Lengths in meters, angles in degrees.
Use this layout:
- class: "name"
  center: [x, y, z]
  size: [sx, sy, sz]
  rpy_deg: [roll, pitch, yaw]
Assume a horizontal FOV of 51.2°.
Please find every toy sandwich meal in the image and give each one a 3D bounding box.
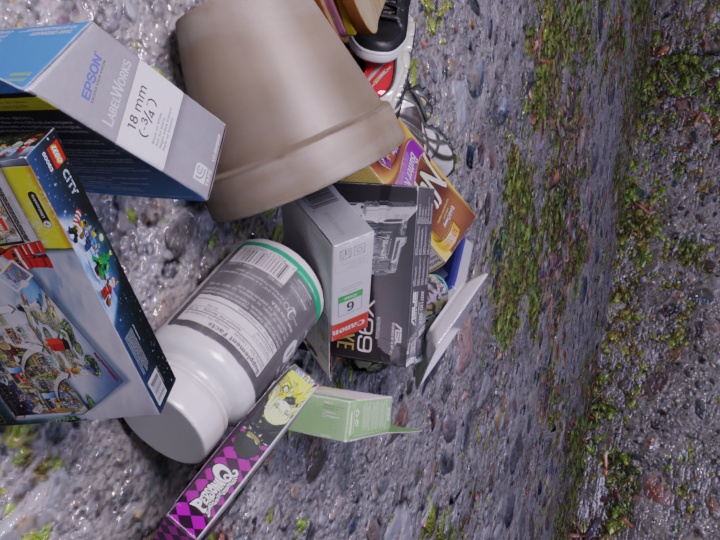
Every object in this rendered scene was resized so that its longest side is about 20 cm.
- class: "toy sandwich meal"
  center: [-0.001, -0.336, 0.748]
  size: [0.205, 0.070, 0.207]
  rpy_deg: [-39, 135, -52]

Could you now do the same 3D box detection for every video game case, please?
- class: "video game case"
  center: [-0.127, 0.198, 0.683]
  size: [0.181, 0.036, 0.200]
  rpy_deg: [-48, 174, -45]

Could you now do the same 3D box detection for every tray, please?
- class: "tray"
  center: [0.100, 0.074, 0.908]
  size: [0.108, 0.022, 0.200]
  rpy_deg: [-53, 168, -19]

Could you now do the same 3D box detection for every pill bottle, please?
- class: "pill bottle"
  center: [-0.126, 0.070, 0.698]
  size: [0.200, 0.112, 0.114]
  rpy_deg: [-54, 139, -42]

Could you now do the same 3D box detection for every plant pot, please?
- class: "plant pot"
  center: [-0.080, -0.164, 0.688]
  size: [0.200, 0.199, 0.175]
  rpy_deg: [-41, 113, -51]

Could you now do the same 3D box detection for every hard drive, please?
- class: "hard drive"
  center: [0.112, 0.039, 1.087]
  size: [0.132, 0.025, 0.200]
  rpy_deg: [-56, -178, 24]

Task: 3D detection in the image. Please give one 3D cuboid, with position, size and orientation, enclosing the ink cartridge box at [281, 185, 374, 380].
- class: "ink cartridge box"
  center: [-0.037, 0.011, 0.797]
  size: [0.050, 0.109, 0.201]
  rpy_deg: [-21, 138, -23]

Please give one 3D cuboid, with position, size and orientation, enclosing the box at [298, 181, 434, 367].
- class: "box"
  center: [0.000, 0.000, 0.870]
  size: [0.050, 0.156, 0.202]
  rpy_deg: [-5, 100, -61]

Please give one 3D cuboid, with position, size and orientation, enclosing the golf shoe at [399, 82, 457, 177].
- class: "golf shoe"
  center: [0.073, -0.179, 1.074]
  size: [0.095, 0.077, 0.200]
  rpy_deg: [-56, 142, -13]

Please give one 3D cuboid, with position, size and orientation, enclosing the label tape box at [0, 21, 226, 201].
- class: "label tape box"
  center: [-0.204, -0.112, 0.484]
  size: [0.200, 0.143, 0.064]
  rpy_deg: [33, 67, -59]

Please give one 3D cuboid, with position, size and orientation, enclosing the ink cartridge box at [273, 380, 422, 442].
- class: "ink cartridge box"
  center: [-0.028, 0.157, 0.860]
  size: [0.200, 0.144, 0.048]
  rpy_deg: [13, 82, -61]

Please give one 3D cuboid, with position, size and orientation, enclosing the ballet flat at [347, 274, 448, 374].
- class: "ballet flat"
  center: [0.041, 0.080, 0.961]
  size: [0.200, 0.072, 0.072]
  rpy_deg: [-49, 180, 44]

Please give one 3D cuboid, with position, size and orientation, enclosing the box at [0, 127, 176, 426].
- class: "box"
  center: [-0.220, 0.015, 0.486]
  size: [0.038, 0.135, 0.201]
  rpy_deg: [-77, 158, -53]

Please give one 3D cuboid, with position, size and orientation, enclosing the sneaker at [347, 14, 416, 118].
- class: "sneaker"
  center: [0.021, -0.267, 0.943]
  size: [0.201, 0.084, 0.077]
  rpy_deg: [-82, -174, -45]

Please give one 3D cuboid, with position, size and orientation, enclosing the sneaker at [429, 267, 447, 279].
- class: "sneaker"
  center: [0.072, 0.016, 1.045]
  size: [0.083, 0.074, 0.200]
  rpy_deg: [-57, 174, 6]

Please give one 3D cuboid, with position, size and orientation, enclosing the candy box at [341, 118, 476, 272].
- class: "candy box"
  center: [0.052, -0.105, 0.947]
  size: [0.200, 0.056, 0.117]
  rpy_deg: [51, 43, -11]

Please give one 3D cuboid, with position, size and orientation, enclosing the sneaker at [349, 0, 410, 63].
- class: "sneaker"
  center: [0.028, -0.345, 0.896]
  size: [0.112, 0.072, 0.201]
  rpy_deg: [96, 3, -47]
